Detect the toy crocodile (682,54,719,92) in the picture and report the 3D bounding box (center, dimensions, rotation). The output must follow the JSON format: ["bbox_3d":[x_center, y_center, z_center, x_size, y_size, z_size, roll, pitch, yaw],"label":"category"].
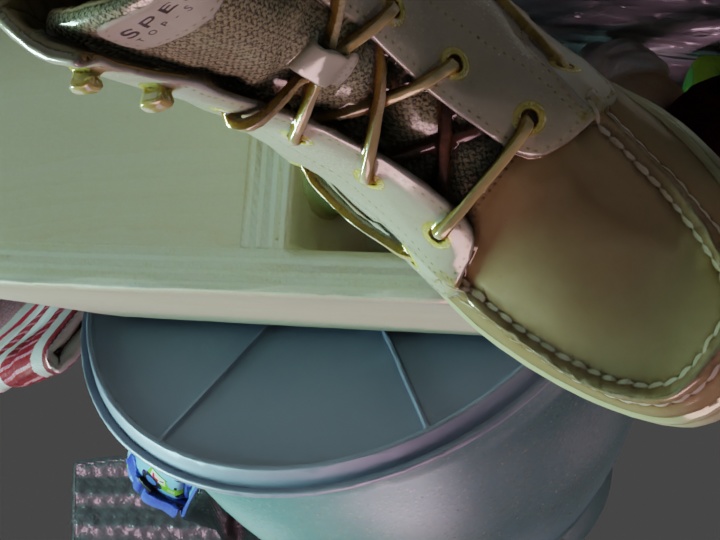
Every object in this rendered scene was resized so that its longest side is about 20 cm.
[{"bbox_3d":[0.144,-0.029,0.914,0.067,0.062,0.200,2,150,-17],"label":"toy crocodile"}]

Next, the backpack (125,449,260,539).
[{"bbox_3d":[-0.022,0.030,1.127,0.134,0.183,0.200,18,158,-6],"label":"backpack"}]

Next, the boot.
[{"bbox_3d":[-0.002,-0.042,0.542,0.200,0.072,0.155,45,-167,27],"label":"boot"}]

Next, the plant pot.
[{"bbox_3d":[0.024,0.044,0.924,0.200,0.201,0.134,-3,133,25],"label":"plant pot"}]

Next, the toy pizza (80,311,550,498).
[{"bbox_3d":[0.000,0.000,0.812,0.200,0.201,0.032,-3,138,25],"label":"toy pizza"}]

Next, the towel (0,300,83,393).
[{"bbox_3d":[-0.109,-0.009,0.978,0.023,0.144,0.200,40,162,-12],"label":"towel"}]

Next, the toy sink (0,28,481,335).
[{"bbox_3d":[-0.025,-0.043,0.717,0.199,0.112,0.130,2,176,29],"label":"toy sink"}]

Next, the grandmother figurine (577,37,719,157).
[{"bbox_3d":[0.127,-0.024,0.800,0.200,0.121,0.061,41,170,50],"label":"grandmother figurine"}]
